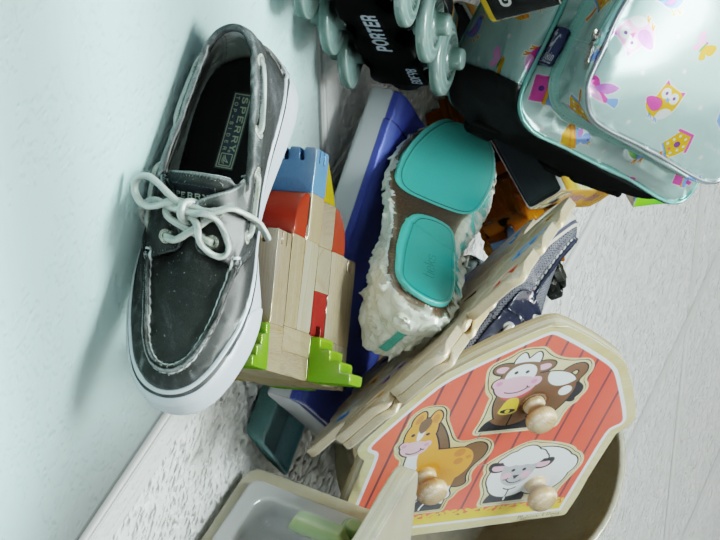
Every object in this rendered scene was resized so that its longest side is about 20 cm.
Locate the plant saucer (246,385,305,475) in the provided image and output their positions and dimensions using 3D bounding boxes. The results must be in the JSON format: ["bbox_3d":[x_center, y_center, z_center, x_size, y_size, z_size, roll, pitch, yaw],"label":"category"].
[{"bbox_3d":[-0.027,0.026,1.529,0.070,0.019,0.201,62,47,-66],"label":"plant saucer"}]

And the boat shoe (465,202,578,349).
[{"bbox_3d":[0.098,0.051,1.588,0.200,0.093,0.075,-46,174,-18],"label":"boat shoe"}]

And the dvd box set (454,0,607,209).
[{"bbox_3d":[0.115,-0.112,1.668,0.147,0.029,0.200,62,15,7],"label":"dvd box set"}]

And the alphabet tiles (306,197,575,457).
[{"bbox_3d":[0.050,0.036,1.440,0.196,0.015,0.200,-43,-177,31],"label":"alphabet tiles"}]

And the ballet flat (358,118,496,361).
[{"bbox_3d":[0.032,-0.018,1.449,0.200,0.071,0.072,-69,165,-53],"label":"ballet flat"}]

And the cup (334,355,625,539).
[{"bbox_3d":[0.064,0.136,1.664,0.201,0.200,0.143,-65,-174,-27],"label":"cup"}]

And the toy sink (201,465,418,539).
[{"bbox_3d":[-0.047,0.208,1.467,0.201,0.112,0.131,95,20,-43],"label":"toy sink"}]

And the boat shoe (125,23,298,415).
[{"bbox_3d":[-0.079,-0.029,1.229,0.068,0.073,0.200,56,50,-65],"label":"boat shoe"}]

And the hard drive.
[{"bbox_3d":[0.000,0.000,1.518,0.132,0.025,0.201,49,57,-69],"label":"hard drive"}]

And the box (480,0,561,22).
[{"bbox_3d":[0.066,-0.265,1.349,0.160,0.049,0.200,-81,151,-43],"label":"box"}]

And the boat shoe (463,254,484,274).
[{"bbox_3d":[0.070,0.022,1.746,0.200,0.062,0.073,29,77,-72],"label":"boat shoe"}]

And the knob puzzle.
[{"bbox_3d":[0.088,0.103,1.486,0.220,0.219,0.031,81,-13,-52],"label":"knob puzzle"}]

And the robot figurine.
[{"bbox_3d":[0.103,-0.056,1.736,0.200,0.058,0.146,45,28,-69],"label":"robot figurine"}]

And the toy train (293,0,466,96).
[{"bbox_3d":[0.016,-0.177,1.394,0.200,0.085,0.115,53,45,-69],"label":"toy train"}]

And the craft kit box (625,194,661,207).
[{"bbox_3d":[0.193,-0.183,1.666,0.048,0.200,0.198,-6,139,-25],"label":"craft kit box"}]

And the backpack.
[{"bbox_3d":[0.169,-0.156,1.470,0.175,0.153,0.201,23,83,-36],"label":"backpack"}]

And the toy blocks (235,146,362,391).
[{"bbox_3d":[-0.048,-0.008,1.341,0.200,0.099,0.137,23,71,-73],"label":"toy blocks"}]
